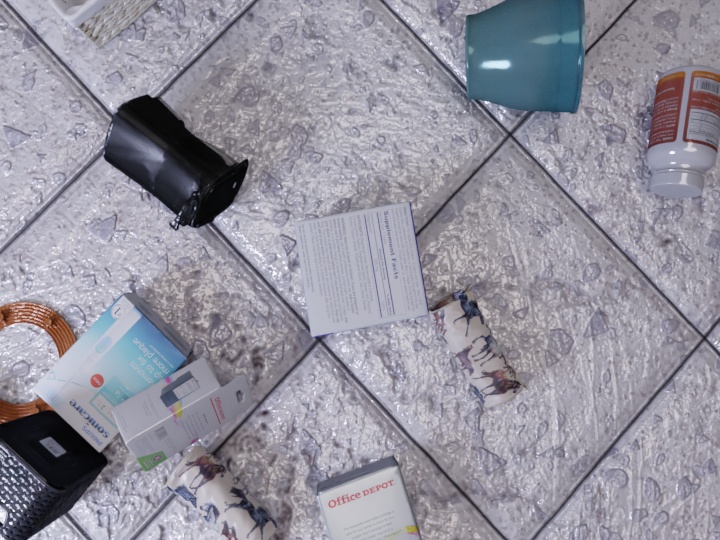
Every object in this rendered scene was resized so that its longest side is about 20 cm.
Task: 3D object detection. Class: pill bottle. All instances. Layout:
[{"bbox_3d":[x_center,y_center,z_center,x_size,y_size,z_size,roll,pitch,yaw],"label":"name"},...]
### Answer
[{"bbox_3d":[0.560,-0.236,1.069,0.109,0.112,0.207,11,85,-2],"label":"pill bottle"}]

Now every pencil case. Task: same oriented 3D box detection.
[{"bbox_3d":[-0.221,0.379,0.991,0.200,0.078,0.090,45,114,1],"label":"pencil case"},{"bbox_3d":[0.198,0.129,1.038,0.088,0.078,0.203,-31,87,10],"label":"pencil case"}]

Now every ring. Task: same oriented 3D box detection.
[{"bbox_3d":[-0.569,0.155,1.030,0.194,0.019,0.208,0,85,-3],"label":"ring"}]

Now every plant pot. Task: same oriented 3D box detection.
[{"bbox_3d":[0.268,-0.362,1.036,0.182,0.200,0.207,-1,85,13],"label":"plant pot"}]

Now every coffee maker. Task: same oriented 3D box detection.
[{"bbox_3d":[-0.304,-0.176,0.985,0.198,0.192,0.136,36,101,2],"label":"coffee maker"}]

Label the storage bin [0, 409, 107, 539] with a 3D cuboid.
[{"bbox_3d":[-0.488,0.300,0.929,0.135,0.200,0.094,41,84,2],"label":"storage bin"}]

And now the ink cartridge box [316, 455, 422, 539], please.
[{"bbox_3d":[0.024,0.427,1.002,0.142,0.083,0.206,-17,86,-4],"label":"ink cartridge box"}]

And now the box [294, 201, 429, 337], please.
[{"bbox_3d":[0.000,0.000,1.026,0.194,0.105,0.190,-9,85,-3],"label":"box"}]

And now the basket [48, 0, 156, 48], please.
[{"bbox_3d":[-0.432,-0.499,1.039,0.199,0.123,0.136,-42,88,-6],"label":"basket"}]

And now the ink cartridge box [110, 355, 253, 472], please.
[{"bbox_3d":[-0.273,0.214,0.971,0.197,0.119,0.068,-29,58,-21],"label":"ink cartridge box"}]

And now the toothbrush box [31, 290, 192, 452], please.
[{"bbox_3d":[-0.393,0.159,0.997,0.200,0.085,0.147,-45,97,-5],"label":"toothbrush box"}]
